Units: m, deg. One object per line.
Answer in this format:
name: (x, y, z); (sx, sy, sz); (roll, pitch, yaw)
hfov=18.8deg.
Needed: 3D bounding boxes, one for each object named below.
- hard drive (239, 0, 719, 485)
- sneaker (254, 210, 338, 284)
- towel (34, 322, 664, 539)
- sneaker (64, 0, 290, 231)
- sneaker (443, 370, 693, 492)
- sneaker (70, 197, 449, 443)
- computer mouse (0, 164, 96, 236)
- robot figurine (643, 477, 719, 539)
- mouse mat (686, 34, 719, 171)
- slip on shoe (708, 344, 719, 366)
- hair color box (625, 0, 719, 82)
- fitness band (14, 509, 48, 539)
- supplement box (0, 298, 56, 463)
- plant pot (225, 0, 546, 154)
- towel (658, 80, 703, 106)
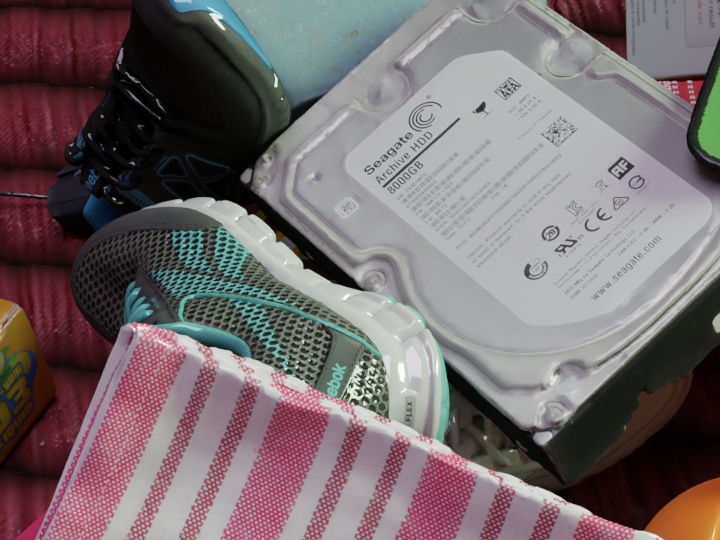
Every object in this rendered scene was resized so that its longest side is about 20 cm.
hard drive: (0.061, -0.026, 0.841); (0.140, 0.038, 0.200); (-42, 49, -7)
sneaker: (0.000, 0.000, 0.951); (0.200, 0.075, 0.090); (-8, 45, 4)
towel: (-0.014, 0.117, 0.705); (0.200, 0.030, 0.146); (23, 87, 8)
sneaker: (-0.080, -0.059, 0.915); (0.082, 0.200, 0.073); (-32, 72, -14)
sneaker: (0.038, 0.068, 0.855); (0.200, 0.075, 0.081); (-20, 3, 1)
sneaker: (-0.060, 0.024, 0.810); (0.091, 0.078, 0.200); (-11, 21, -39)
computer mouse: (-0.158, -0.046, 1.067); (0.200, 0.034, 0.059); (1, 47, 16)
robot figurine: (0.171, 0.127, 0.724); (0.200, 0.144, 0.117); (-1, 47, 28)
mouse mat: (0.234, -0.076, 0.808); (0.200, 0.008, 0.161); (14, 51, 15)
slip on shoe: (0.149, 0.000, 0.917); (0.074, 0.061, 0.200); (-22, 45, -25)
hair color box: (0.214, -0.141, 0.940); (0.200, 0.111, 0.064); (-2, -1, 40)
fitness band: (-0.106, 0.147, 0.799); (0.200, 0.037, 0.144); (-41, 32, 11)
supplement box: (-0.239, 0.031, 0.988); (0.200, 0.069, 0.067); (16, 52, 30)
plant pot: (-0.003, -0.140, 1.018); (0.196, 0.196, 0.200); (-18, 63, -4)
towel: (0.169, -0.031, 0.891); (0.200, 0.022, 0.145); (-2, 40, -1)
